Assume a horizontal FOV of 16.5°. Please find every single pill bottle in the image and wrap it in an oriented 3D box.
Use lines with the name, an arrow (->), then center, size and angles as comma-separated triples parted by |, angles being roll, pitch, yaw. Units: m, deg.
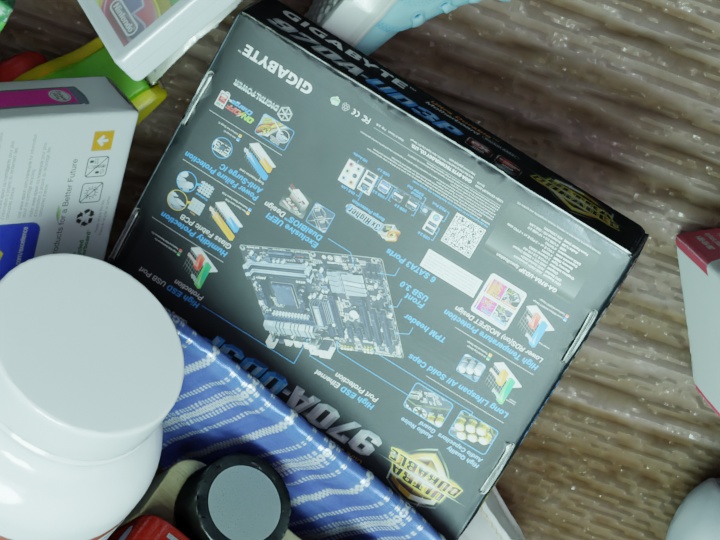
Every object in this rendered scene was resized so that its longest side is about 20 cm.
pill bottle -> -0.152, 0.081, 1.040 | 0.112, 0.112, 0.200 | 28, 136, -11

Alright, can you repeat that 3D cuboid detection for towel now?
towel -> -0.050, 0.088, 1.102 | 0.200, 0.145, 0.024 | 40, 65, -13

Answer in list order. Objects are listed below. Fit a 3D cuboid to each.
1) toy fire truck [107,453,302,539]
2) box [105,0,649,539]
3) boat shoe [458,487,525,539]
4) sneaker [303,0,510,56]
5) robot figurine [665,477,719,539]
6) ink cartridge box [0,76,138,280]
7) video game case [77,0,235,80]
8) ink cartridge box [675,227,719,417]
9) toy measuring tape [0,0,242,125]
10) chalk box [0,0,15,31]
toy fire truck -> -0.071, 0.209, 1.076 | 0.176, 0.129, 0.200 | 40, 59, -10
box -> 0.000, 0.000, 1.076 | 0.200, 0.046, 0.159 | 31, 111, 5
boat shoe -> 0.032, 0.052, 1.148 | 0.069, 0.071, 0.200 | -30, 104, 6
sneaker -> 0.062, -0.142, 1.096 | 0.200, 0.074, 0.082 | -40, 103, 8
robot figurine -> 0.227, 0.129, 1.163 | 0.200, 0.113, 0.170 | -27, 136, 3
ink cartridge box -> -0.190, -0.026, 0.999 | 0.200, 0.037, 0.095 | -8, 129, -36
video game case -> -0.047, -0.186, 1.046 | 0.200, 0.143, 0.018 | -39, 136, 6
ink cartridge box -> 0.257, 0.018, 1.117 | 0.200, 0.147, 0.083 | -10, 101, -3
toy measuring tape -> -0.116, -0.080, 1.069 | 0.074, 0.074, 0.200 | 42, 123, -14
chalk box -> -0.224, -0.111, 1.055 | 0.124, 0.125, 0.200 | 35, 101, -13
